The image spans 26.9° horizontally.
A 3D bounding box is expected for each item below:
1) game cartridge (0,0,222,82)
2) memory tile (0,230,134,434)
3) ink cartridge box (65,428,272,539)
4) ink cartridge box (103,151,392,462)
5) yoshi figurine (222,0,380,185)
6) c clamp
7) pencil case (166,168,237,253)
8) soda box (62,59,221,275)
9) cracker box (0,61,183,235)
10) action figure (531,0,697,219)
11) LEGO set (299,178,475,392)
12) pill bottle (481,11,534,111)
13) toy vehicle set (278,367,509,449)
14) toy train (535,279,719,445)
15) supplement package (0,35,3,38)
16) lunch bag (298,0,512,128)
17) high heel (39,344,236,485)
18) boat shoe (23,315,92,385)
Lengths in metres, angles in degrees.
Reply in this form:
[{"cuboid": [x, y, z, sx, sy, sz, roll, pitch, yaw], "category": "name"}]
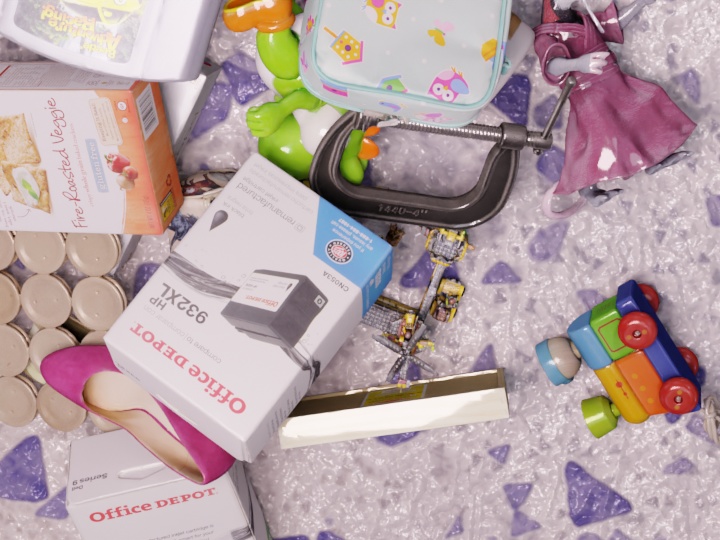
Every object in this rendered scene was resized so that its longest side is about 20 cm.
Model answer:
[{"cuboid": [-0.206, -0.222, 1.156, 0.199, 0.041, 0.134, 18, 111, -3], "category": "game cartridge"}, {"cuboid": [-0.272, 0.048, 1.335, 0.153, 0.017, 0.201, 1, 108, 17], "category": "memory tile"}, {"cuboid": [-0.165, 0.231, 1.360, 0.145, 0.084, 0.201, -13, 130, 2], "category": "ink cartridge box"}, {"cuboid": [-0.088, 0.030, 1.220, 0.145, 0.084, 0.200, 35, 74, 10], "category": "ink cartridge box"}, {"cuboid": [-0.064, -0.147, 1.250, 0.112, 0.112, 0.200, -39, 124, -21], "category": "yoshi figurine"}, {"cuboid": [0.060, -0.101, 1.233, 0.199, 0.027, 0.171, 2, 136, -8], "category": "c clamp"}, {"cuboid": [-0.128, 0.014, 1.340, 0.077, 0.089, 0.201, -7, 104, -2], "category": "pencil case"}, {"cuboid": [-0.197, -0.101, 1.326, 0.063, 0.068, 0.201, 27, 105, -1], "category": "soda box"}, {"cuboid": [-0.258, -0.101, 1.250, 0.199, 0.058, 0.134, 2, 124, 17], "category": "cracker box"}, {"cuboid": [0.197, -0.166, 1.287, 0.149, 0.134, 0.201, -30, 88, 53], "category": "action figure"}, {"cuboid": [0.000, 0.000, 1.314, 0.199, 0.116, 0.154, 28, 105, -4], "category": "LEGO set"}, {"cuboid": [0.037, -0.217, 1.257, 0.200, 0.114, 0.114, 39, 104, -7], "category": "pill bottle"}, {"cuboid": [0.032, 0.121, 1.340, 0.199, 0.124, 0.027, -9, 93, 7], "category": "toy vehicle set"}, {"cuboid": [0.252, 0.119, 1.353, 0.115, 0.085, 0.200, -29, 101, 21], "category": "toy train"}, {"cuboid": [-0.335, -0.285, 1.242, 0.110, 0.156, 0.201, -21, 103, 9], "category": "supplement package"}, {"cuboid": [0.041, -0.208, 1.157, 0.160, 0.077, 0.201, 11, 79, -10], "category": "lunch bag"}, {"cuboid": [-0.194, 0.124, 1.271, 0.199, 0.096, 0.068, 21, 121, 9], "category": "high heel"}, {"cuboid": [-0.210, 0.094, 1.379, 0.200, 0.073, 0.063, 23, 110, 5], "category": "boat shoe"}]
